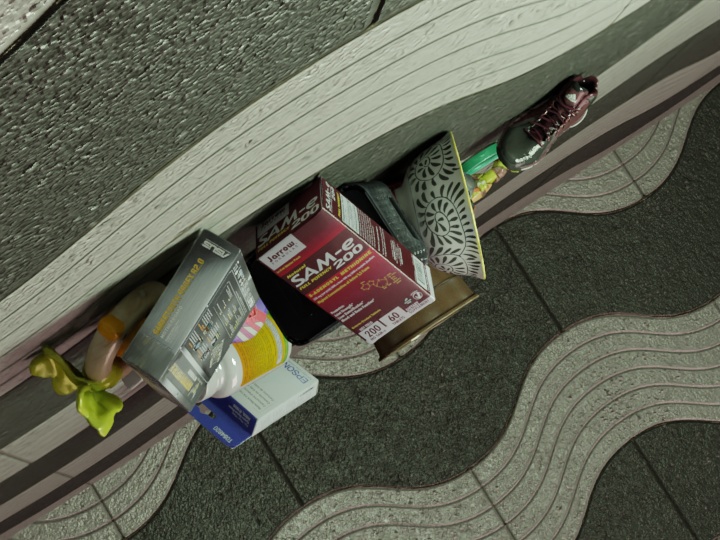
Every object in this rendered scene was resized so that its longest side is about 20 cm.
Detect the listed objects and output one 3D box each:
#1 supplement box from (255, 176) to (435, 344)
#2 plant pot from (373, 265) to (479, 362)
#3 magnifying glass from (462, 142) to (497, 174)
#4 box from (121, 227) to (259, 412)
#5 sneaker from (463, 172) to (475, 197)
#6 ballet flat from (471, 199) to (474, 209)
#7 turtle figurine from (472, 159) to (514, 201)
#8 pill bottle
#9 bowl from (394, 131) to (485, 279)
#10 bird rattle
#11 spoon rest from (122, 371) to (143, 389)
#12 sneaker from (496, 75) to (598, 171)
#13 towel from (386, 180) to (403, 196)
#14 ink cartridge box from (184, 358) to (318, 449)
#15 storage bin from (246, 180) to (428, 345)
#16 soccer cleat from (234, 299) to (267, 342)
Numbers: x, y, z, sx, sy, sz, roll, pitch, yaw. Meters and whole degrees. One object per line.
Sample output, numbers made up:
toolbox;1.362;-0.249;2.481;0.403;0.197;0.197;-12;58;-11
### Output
supplement box;-0.017;-0.008;1.393;0.109;0.200;0.061;-36;-144;24
plant pot;0.062;0.016;1.997;0.199;0.199;0.200;-33;174;-4
magnifying glass;0.245;-0.209;2.021;0.199;0.022;0.080;-32;174;-23
box;-0.177;0.059;1.287;0.159;0.048;0.200;-59;171;-12
sneaker;0.094;-0.102;1.865;0.199;0.079;0.089;-27;-175;27
ballet flat;0.134;-0.118;1.961;0.067;0.069;0.200;15;168;-17
turtle figurine;0.213;-0.149;2.141;0.161;0.064;0.200;-40;167;-11
pill bottle;-0.212;0.140;1.940;0.111;0.112;0.199;-37;173;39
bowl;0.100;-0.076;1.596;0.093;0.203;0.201;-14;176;4
bird rattle;-0.250;0.082;1.313;0.200;0.113;0.164;-32;159;-46
spoon rest;-0.238;0.065;1.501;0.099;0.061;0.200;-37;-173;45
sneaker;0.291;-0.240;1.819;0.200;0.076;0.116;-42;174;-27
towel;0.006;-0.086;1.695;0.144;0.023;0.200;-36;174;28
ink cartridge box;-0.208;0.190;2.029;0.199;0.199;0.041;-31;143;-37
storage bin;-0.030;-0.011;1.533;0.199;0.136;0.094;-35;175;19
soccer cleat;-0.189;0.070;1.732;0.076;0.067;0.199;-42;168;34
